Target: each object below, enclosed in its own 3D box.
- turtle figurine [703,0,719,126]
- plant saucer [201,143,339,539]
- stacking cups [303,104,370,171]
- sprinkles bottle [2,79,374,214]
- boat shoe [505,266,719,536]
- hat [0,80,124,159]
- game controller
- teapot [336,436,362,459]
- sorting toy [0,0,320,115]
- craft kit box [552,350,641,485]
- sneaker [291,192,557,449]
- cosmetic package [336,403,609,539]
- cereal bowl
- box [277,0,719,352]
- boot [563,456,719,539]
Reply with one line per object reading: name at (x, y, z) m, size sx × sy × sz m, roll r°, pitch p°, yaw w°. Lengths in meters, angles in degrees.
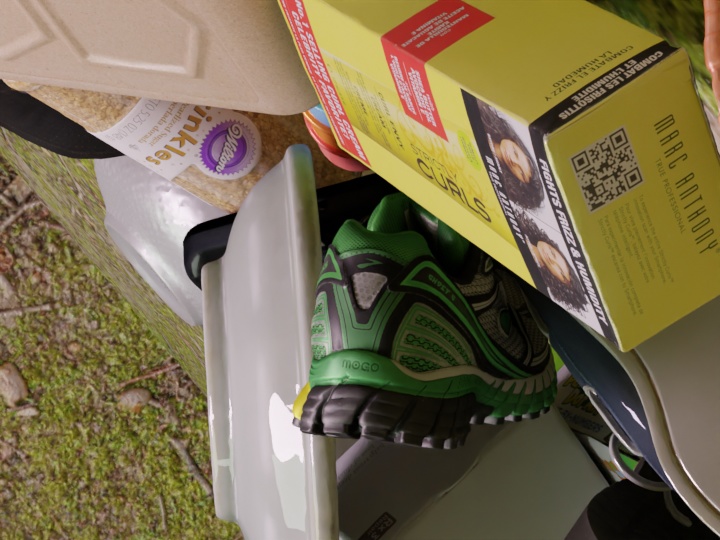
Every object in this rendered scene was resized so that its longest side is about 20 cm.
turtle figurine at (0.145, 0.005, 0.678) m, size 0.201 × 0.064 × 0.161 m, roll 64°, pitch 179°, yaw 15°
plant saucer at (-0.039, 0.049, 1.058) m, size 0.200 × 0.050 × 0.202 m, roll 177°, pitch 90°, yaw -88°
stacking cups at (0.000, -0.086, 1.042) m, size 0.061 × 0.060 × 0.200 m, roll 46°, pitch 176°, yaw 10°
sprinkles bottle at (-0.073, -0.070, 1.191) m, size 0.199 × 0.069 × 0.068 m, roll 31°, pitch -179°, yaw -31°
boat shoe at (0.117, 0.040, 0.921) m, size 0.200 × 0.075 × 0.062 m, roll 46°, pitch 169°, yaw 24°
hat at (-0.124, -0.129, 1.273) m, size 0.201 × 0.199 × 0.082 m, roll 72°, pitch -166°, yaw -68°
game controller at (0.000, 0.000, 1.174) m, size 0.104 × 0.042 × 0.199 m, roll 45°, pitch 147°, yaw -23°
teapot at (0.053, 0.129, 1.368) m, size 0.200 × 0.146 × 0.197 m, roll 48°, pitch 171°, yaw -5°
sorting toy at (-0.123, -0.121, 0.855) m, size 0.199 × 0.037 × 0.185 m, roll 5°, pitch 151°, yaw 28°
craft kit box at (0.164, 0.131, 1.184) m, size 0.200 × 0.048 × 0.197 m, roll 51°, pitch 173°, yaw -17°
sneaker at (0.033, 0.014, 0.959) m, size 0.077 × 0.086 × 0.200 m, roll 8°, pitch -175°, yaw 13°
cosmetic package at (0.075, 0.145, 1.186) m, size 0.200 × 0.113 × 0.081 m, roll 56°, pitch 168°, yaw -30°
cereal bowl at (-0.113, -0.025, 1.719) m, size 0.200 × 0.083 × 0.200 m, roll 47°, pitch 170°, yaw 11°
box at (0.039, -0.049, 0.758) m, size 0.200 × 0.050 × 0.076 m, roll 41°, pitch 158°, yaw 59°
boot at (0.102, 0.142, 0.996) m, size 0.077 × 0.139 × 0.199 m, roll 42°, pitch -157°, yaw 24°
